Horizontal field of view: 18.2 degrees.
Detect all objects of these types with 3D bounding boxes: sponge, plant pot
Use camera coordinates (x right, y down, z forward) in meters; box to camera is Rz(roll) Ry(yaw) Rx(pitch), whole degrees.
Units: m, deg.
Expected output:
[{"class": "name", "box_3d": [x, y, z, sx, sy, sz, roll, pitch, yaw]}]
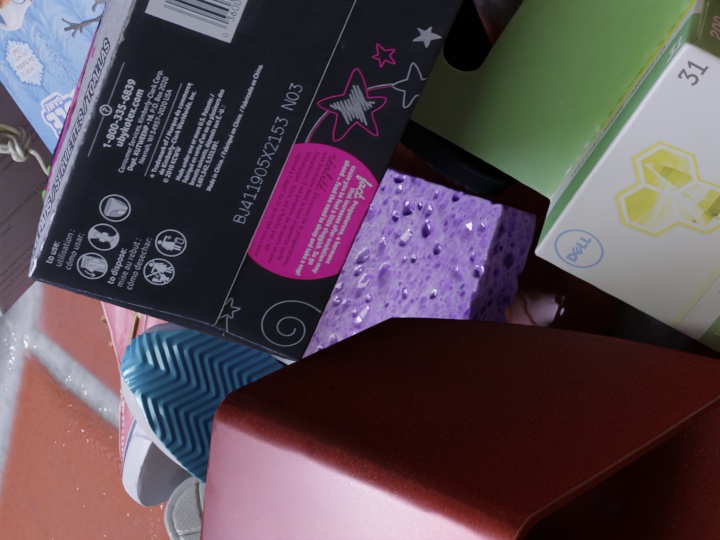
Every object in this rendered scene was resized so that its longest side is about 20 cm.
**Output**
[{"class": "sponge", "box_3d": [0.000, 0.000, 1.149, 0.200, 0.030, 0.112, 22, 94, 49]}, {"class": "plant pot", "box_3d": [0.036, 0.127, 0.984, 0.176, 0.200, 0.200, 23, 119, 30]}]

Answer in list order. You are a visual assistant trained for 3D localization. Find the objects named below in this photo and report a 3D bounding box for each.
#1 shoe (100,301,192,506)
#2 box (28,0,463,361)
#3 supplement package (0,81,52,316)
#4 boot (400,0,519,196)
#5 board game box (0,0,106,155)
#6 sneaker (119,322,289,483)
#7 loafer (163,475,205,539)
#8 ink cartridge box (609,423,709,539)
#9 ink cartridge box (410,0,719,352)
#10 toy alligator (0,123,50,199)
[{"class": "shoe", "box_3d": [-0.117, 0.036, 1.311, 0.091, 0.071, 0.200, 38, 125, 29]}, {"class": "box", "box_3d": [-0.051, -0.085, 0.971, 0.132, 0.115, 0.200, 18, 119, -11]}, {"class": "supplement package", "box_3d": [-0.264, -0.079, 1.325, 0.117, 0.117, 0.200, -9, 121, 46]}, {"class": "boot", "box_3d": [0.056, -0.141, 1.039, 0.162, 0.073, 0.198, -39, 117, 22]}, {"class": "board game box", "box_3d": [-0.135, -0.152, 1.130, 0.200, 0.043, 0.199, -24, 105, 51]}, {"class": "sneaker", "box_3d": [-0.057, 0.079, 1.186, 0.081, 0.200, 0.077, 23, 85, 48]}, {"class": "loafer", "box_3d": [-0.033, 0.197, 1.311, 0.200, 0.072, 0.063, 46, 177, 21]}, {"class": "ink cartridge box", "box_3d": [0.130, 0.118, 1.094, 0.200, 0.076, 0.137, 4, 111, 42]}, {"class": "ink cartridge box", "box_3d": [0.112, -0.064, 0.984, 0.200, 0.048, 0.146, 27, 134, -7]}, {"class": "toy alligator", "box_3d": [-0.138, -0.025, 1.241, 0.200, 0.059, 0.054, 26, 135, 36]}]
